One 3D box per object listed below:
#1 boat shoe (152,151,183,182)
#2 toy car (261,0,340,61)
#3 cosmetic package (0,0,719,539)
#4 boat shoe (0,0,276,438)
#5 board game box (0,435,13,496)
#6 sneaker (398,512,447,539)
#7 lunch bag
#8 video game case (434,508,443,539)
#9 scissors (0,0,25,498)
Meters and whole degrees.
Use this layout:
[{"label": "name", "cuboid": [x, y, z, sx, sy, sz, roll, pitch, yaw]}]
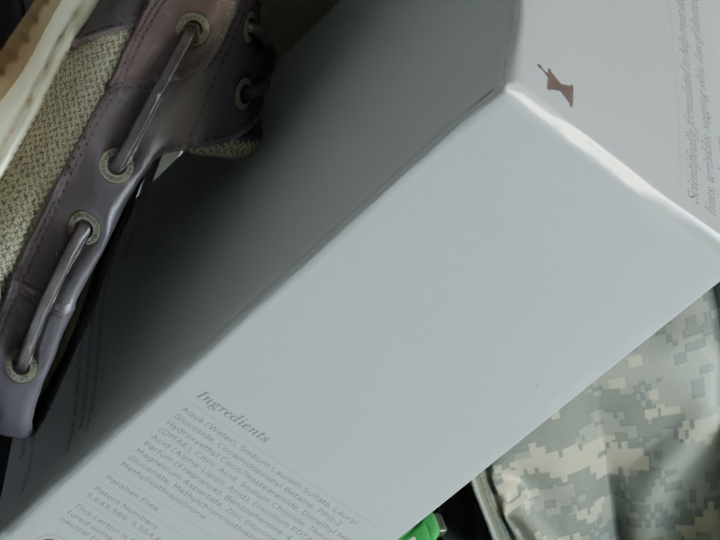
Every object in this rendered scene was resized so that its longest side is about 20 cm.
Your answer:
[{"label": "boat shoe", "cuboid": [-0.019, -0.038, 0.860, 0.073, 0.062, 0.201, 47, 59, -58]}, {"label": "toy car", "cuboid": [0.030, -0.107, 0.776, 0.201, 0.157, 0.165, -73, 170, -49]}, {"label": "cosmetic package", "cuboid": [0.000, 0.000, 0.653, 0.081, 0.200, 0.113, 36, 35, -23]}, {"label": "boat shoe", "cuboid": [-0.052, -0.049, 0.635, 0.201, 0.065, 0.072, -55, -177, 4]}, {"label": "board game box", "cuboid": [-0.077, 0.130, 0.744, 0.196, 0.056, 0.201, -47, 116, -46]}, {"label": "sneaker", "cuboid": [-0.026, 0.126, 0.703, 0.085, 0.078, 0.201, 23, 51, -23]}, {"label": "lunch bag", "cuboid": [0.083, 0.049, 0.913, 0.164, 0.117, 0.201, -74, 155, -77]}, {"label": "video game case", "cuboid": [0.029, 0.099, 0.915, 0.143, 0.019, 0.201, 42, 21, -60]}, {"label": "scissors", "cuboid": [-0.112, -0.004, 0.681, 0.073, 0.014, 0.201, 22, 62, -60]}]
